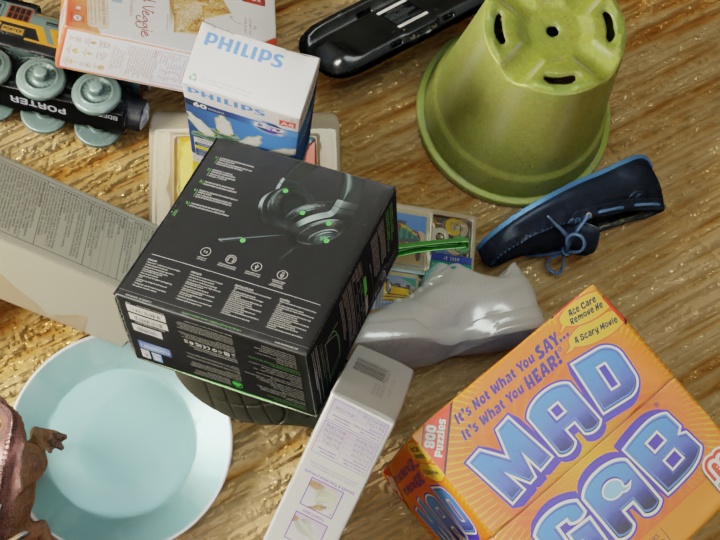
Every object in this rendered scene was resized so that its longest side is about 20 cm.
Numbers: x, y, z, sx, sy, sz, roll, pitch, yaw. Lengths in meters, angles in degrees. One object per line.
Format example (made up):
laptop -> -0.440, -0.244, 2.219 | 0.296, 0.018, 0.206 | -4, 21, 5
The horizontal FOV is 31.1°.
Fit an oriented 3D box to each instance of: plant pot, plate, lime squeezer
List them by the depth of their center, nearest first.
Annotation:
plate -> -0.214, 0.153, 1.156 | 0.199, 0.026, 0.201 | 1, 72, -4
lime squeezer -> 0.000, 0.000, 1.156 | 0.200, 0.071, 0.038 | -29, 120, -23
plant pot -> 0.163, -0.186, 1.217 | 0.200, 0.184, 0.201 | 2, 72, -6

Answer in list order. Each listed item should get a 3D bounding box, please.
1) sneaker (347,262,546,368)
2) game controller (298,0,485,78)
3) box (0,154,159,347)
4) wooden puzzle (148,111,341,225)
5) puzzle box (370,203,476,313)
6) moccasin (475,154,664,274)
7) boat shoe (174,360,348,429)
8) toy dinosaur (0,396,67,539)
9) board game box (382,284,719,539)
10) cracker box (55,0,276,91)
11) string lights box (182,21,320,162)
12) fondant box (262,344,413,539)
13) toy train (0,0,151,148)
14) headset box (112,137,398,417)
sneaker -> 0.066, 0.034, 1.171 | 0.199, 0.075, 0.089 | -6, 67, -22
game controller -> 0.038, -0.250, 1.280 | 0.200, 0.042, 0.104 | -30, 46, -13
box -> -0.271, -0.020, 1.124 | 0.200, 0.078, 0.095 | 26, 44, -24
wooden puzzle -> -0.109, -0.063, 1.229 | 0.184, 0.037, 0.201 | 0, 72, -5
puzzle box -> 0.008, 0.000, 1.205 | 0.199, 0.025, 0.134 | 8, 76, -13
moccasin -> 0.208, -0.046, 1.233 | 0.200, 0.080, 0.068 | -26, 81, -12
boat shoe -> -0.068, 0.096, 1.167 | 0.199, 0.074, 0.076 | 18, 114, -7
toy dinosaur -> -0.292, 0.183, 1.056 | 0.085, 0.136, 0.201 | -1, 79, 2
board game box -> 0.166, 0.172, 1.095 | 0.200, 0.200, 0.200 | -37, 79, -15
cracker box -> -0.180, -0.239, 1.223 | 0.199, 0.058, 0.134 | 9, 52, -19
string lights box -> -0.095, -0.138, 1.129 | 0.102, 0.200, 0.059 | 17, 76, 0
fondant box -> -0.028, 0.175, 1.062 | 0.058, 0.144, 0.201 | 24, 104, 3
toy train -> -0.292, -0.192, 1.232 | 0.199, 0.085, 0.114 | 13, 62, -1
headset box -> -0.078, -0.004, 1.088 | 0.174, 0.093, 0.200 | 16, 55, 16
